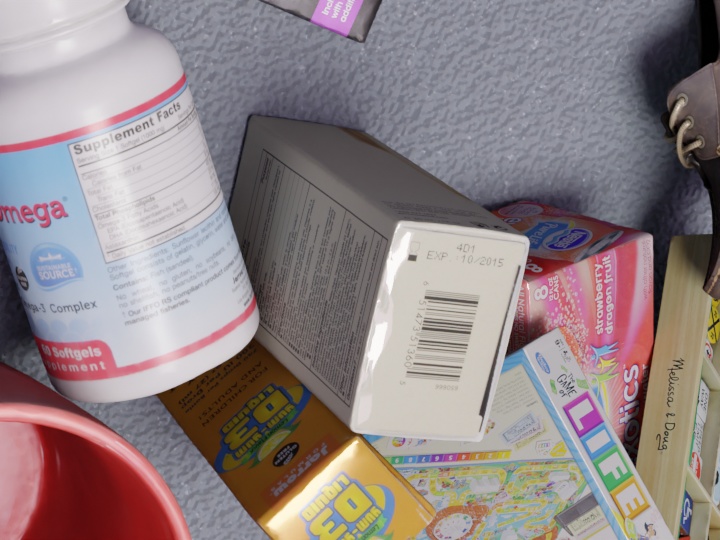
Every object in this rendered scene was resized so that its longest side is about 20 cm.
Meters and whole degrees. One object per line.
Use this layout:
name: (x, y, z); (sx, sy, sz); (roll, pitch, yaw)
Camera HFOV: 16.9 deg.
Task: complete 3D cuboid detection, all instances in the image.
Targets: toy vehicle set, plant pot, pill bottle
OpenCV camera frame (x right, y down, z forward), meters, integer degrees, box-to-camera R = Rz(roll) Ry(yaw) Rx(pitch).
toy vehicle set: (0.182, 0.098, 1.293); (0.124, 0.026, 0.201); (50, 46, -53)
plant pot: (-0.195, 0.128, 1.152); (0.199, 0.177, 0.202); (-7, 110, -21)
pill bottle: (-0.125, -0.047, 1.157); (0.108, 0.109, 0.201); (-21, 108, -14)

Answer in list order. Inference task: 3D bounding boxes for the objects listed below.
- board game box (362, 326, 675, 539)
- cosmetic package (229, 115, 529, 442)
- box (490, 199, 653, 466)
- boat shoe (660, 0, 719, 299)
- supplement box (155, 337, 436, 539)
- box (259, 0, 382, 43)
board game box: (0.054, 0.129, 1.231); (0.034, 0.200, 0.135); (-26, 87, -49)
cosmetic package: (0.000, 0.000, 1.176); (0.071, 0.200, 0.106); (7, 106, -24)
box: (0.088, 0.076, 1.280); (0.102, 0.094, 0.201); (-18, 115, -40)
boat shoe: (0.193, -0.077, 1.277); (0.073, 0.075, 0.201); (12, 65, 0)
supplement box: (-0.037, 0.086, 1.189); (0.066, 0.200, 0.069); (-43, 118, -4)
box: (-0.058, -0.212, 1.175); (0.199, 0.036, 0.144); (20, 99, -25)
